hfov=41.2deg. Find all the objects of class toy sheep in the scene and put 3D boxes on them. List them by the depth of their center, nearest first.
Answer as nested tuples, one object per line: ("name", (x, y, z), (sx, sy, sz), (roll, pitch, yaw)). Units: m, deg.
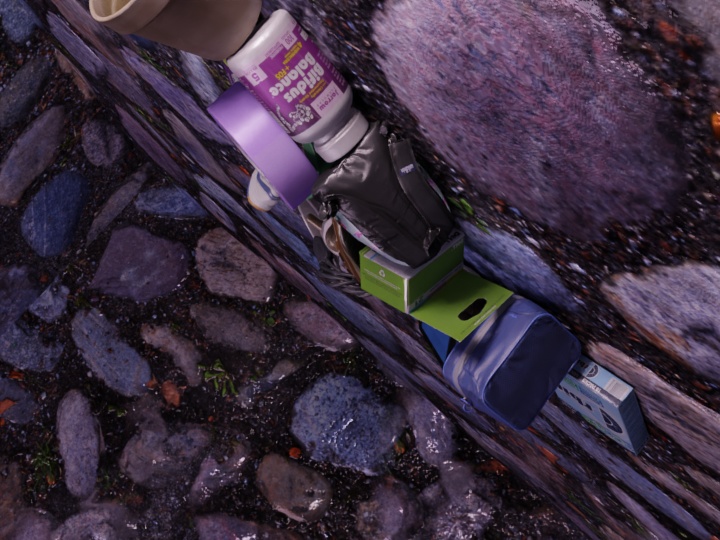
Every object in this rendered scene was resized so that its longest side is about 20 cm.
("toy sheep", (-0.013, -0.091, 1.656), (0.136, 0.200, 0.139), (10, 124, 16))

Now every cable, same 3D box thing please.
("cable", (0.000, 0.000, 1.703), (0.161, 0.051, 0.200), (14, -158, -25))

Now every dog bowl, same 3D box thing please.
("dog bowl", (-0.063, -0.097, 1.935), (0.201, 0.058, 0.201), (54, 167, 19))

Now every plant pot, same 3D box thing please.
("plant pot", (-0.231, -0.373, 1.266), (0.173, 0.201, 0.199), (28, -178, -41))

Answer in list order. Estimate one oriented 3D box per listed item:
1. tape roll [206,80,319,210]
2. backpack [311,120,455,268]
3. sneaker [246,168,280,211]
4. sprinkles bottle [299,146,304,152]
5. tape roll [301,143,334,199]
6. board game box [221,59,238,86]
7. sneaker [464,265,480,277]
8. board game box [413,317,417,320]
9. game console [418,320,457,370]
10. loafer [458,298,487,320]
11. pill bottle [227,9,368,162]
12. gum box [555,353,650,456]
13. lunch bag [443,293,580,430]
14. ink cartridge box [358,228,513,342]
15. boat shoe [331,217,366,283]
("tape roll", (-0.144, -0.188, 1.448), (0.201, 0.065, 0.200), (50, 178, 3))
("backpack", (0.045, -0.102, 1.397), (0.200, 0.167, 0.127), (42, -170, -15))
("sneaker", (-0.149, -0.207, 1.732), (0.075, 0.202, 0.088), (18, 150, -33))
("sprinkles bottle", (-0.095, -0.196, 1.751), (0.068, 0.068, 0.200), (44, 170, -11))
("tape roll", (-0.112, -0.217, 1.579), (0.200, 0.048, 0.202), (42, 149, 33))
("board game box", (-0.185, -0.340, 1.469), (0.120, 0.032, 0.201), (38, 154, 46))
("sneaker", (0.124, -0.014, 1.653), (0.200, 0.076, 0.081), (45, -179, 1))
("board game box", (0.103, 0.028, 1.952), (0.196, 0.056, 0.200), (47, 170, -17))
("game console", (0.109, 0.066, 1.741), (0.170, 0.119, 0.200), (33, -168, -26))
("loafer", (0.232, 0.077, 1.594), (0.199, 0.071, 0.073), (31, -153, -31))
("pill bottle", (-0.081, -0.250, 1.328), (0.200, 0.112, 0.112), (46, 170, -22))
("gum box", (0.391, 0.210, 1.599), (0.169, 0.045, 0.200), (35, 167, 39))
("lunch bag", (0.229, 0.144, 1.512), (0.136, 0.201, 0.132), (42, 175, -33))
("ink cartridge box", (0.118, 0.004, 1.480), (0.199, 0.147, 0.076), (27, 138, 33))
("boat shoe", (-0.013, -0.044, 1.524), (0.073, 0.076, 0.201), (24, 150, 37))
